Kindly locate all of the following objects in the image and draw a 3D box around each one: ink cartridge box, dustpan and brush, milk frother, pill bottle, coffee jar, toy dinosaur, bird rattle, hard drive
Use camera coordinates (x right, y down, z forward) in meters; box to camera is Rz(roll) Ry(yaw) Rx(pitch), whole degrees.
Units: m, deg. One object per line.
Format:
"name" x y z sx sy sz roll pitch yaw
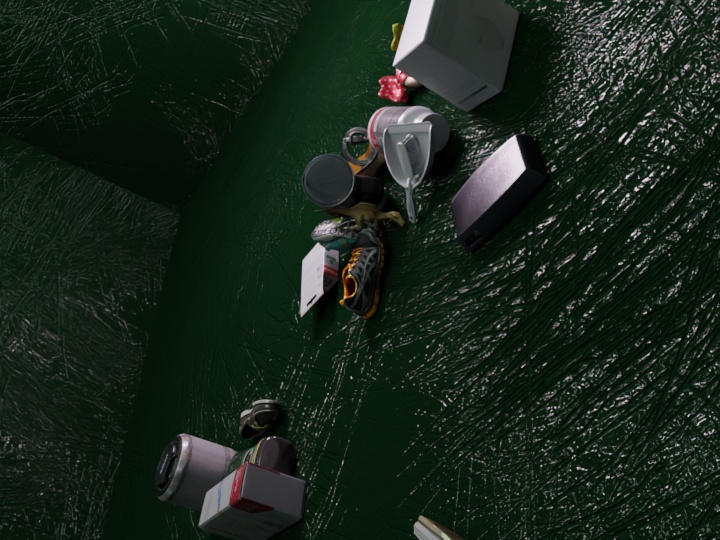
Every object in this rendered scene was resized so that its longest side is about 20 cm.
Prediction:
"ink cartridge box" -0.100 0.020 1.800 0.109 0.050 0.201 -46 31 36
"dustpan and brush" 0.105 -0.201 1.507 0.057 0.202 0.139 -30 25 -35
"milk frother" -0.039 -0.239 1.662 0.188 0.179 0.202 25 -128 -84
"pill bottle" 0.108 -0.306 1.592 0.200 0.110 0.112 21 87 60
"coffee jar" -0.224 0.441 1.615 0.200 0.085 0.105 -37 33 49
"toy dinosaur" 0.003 -0.123 1.599 0.101 0.198 0.059 86 -168 -64
"bird rattle" 0.124 -0.513 1.787 0.162 0.112 0.202 8 77 48
"hard drive" 0.234 -0.139 1.268 0.200 0.042 0.136 -47 30 35
"ink cartridge box" -0.227 0.488 1.502 0.200 0.145 0.083 -42 32 41

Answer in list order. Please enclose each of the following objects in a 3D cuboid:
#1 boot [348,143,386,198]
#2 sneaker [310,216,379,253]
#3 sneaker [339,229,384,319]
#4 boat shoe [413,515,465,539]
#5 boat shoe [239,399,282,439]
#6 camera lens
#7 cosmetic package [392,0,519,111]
"boot" 0.011 -0.275 1.809 0.144 0.070 0.203 16 89 58
"sneaker" -0.027 -0.084 1.719 0.199 0.080 0.078 -2 47 44
"sneaker" 0.000 0.000 1.551 0.078 0.077 0.202 -34 47 51
"boat shoe" 0.123 0.393 0.959 0.069 0.074 0.200 -62 24 -6
"boat shoe" -0.242 0.362 1.751 0.201 0.071 0.061 -43 36 54
"camera lens" -0.386 0.497 1.754 0.160 0.199 0.161 -45 31 37
"cosmetic package" 0.195 -0.470 1.467 0.123 0.199 0.201 -20 50 58
